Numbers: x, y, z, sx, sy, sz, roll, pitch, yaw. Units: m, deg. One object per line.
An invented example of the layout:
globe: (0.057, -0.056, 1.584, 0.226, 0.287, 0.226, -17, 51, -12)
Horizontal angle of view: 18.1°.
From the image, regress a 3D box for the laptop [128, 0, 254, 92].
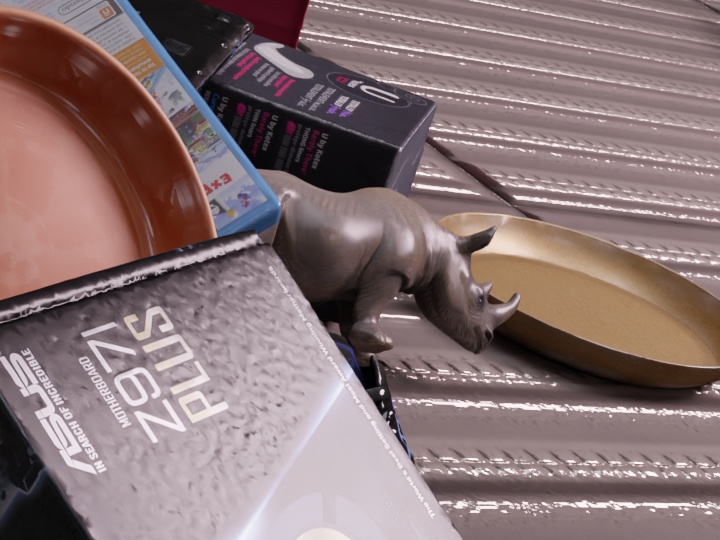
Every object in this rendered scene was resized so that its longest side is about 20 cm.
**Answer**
laptop: (-0.172, -0.078, 1.112, 0.176, 0.104, 0.200, 21, 28, 5)

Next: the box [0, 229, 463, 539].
box: (-0.044, 0.102, 0.656, 0.200, 0.086, 0.164, 57, 29, 8)

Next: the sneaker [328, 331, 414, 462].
sneaker: (-0.012, 0.076, 0.921, 0.070, 0.078, 0.200, 7, 22, -33)

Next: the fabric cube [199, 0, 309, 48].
fabric cube: (-0.130, -0.202, 1.412, 0.195, 0.201, 0.200, 16, 20, -11)

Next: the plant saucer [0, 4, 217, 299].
plant saucer: (-0.140, -0.009, 0.920, 0.032, 0.201, 0.200, -20, -12, 41)

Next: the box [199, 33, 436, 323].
box: (-0.074, -0.066, 1.219, 0.199, 0.107, 0.122, 20, 19, 6)

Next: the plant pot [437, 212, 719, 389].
plant pot: (0.131, 0.020, 1.307, 0.199, 0.028, 0.200, 18, 19, -6)

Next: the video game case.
video game case: (-0.150, -0.066, 1.036, 0.143, 0.018, 0.200, -31, 71, -18)

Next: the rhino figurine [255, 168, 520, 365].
rhino figurine: (0.000, 0.000, 1.116, 0.199, 0.088, 0.060, 9, -17, -31)

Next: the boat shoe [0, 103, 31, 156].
boat shoe: (-0.177, -0.034, 0.946, 0.200, 0.057, 0.067, -39, 98, -41)
